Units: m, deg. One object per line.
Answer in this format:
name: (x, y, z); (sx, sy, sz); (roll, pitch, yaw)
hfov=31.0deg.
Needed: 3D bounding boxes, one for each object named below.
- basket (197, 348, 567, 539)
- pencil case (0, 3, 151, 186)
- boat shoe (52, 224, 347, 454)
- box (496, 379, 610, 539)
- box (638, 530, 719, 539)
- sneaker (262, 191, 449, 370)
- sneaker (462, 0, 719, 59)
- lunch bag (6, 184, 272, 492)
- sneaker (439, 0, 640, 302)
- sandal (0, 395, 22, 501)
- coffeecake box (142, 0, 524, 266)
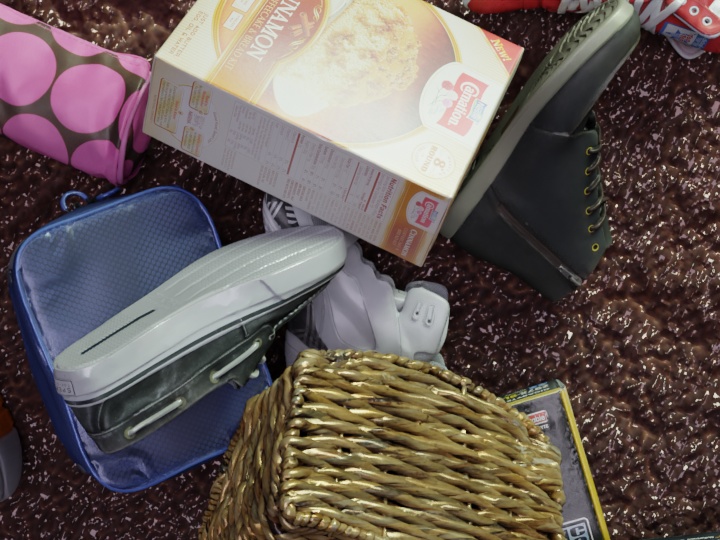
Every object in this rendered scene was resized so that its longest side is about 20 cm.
basket: (0.009, 0.148, 0.814); (0.199, 0.144, 0.149); (20, 137, -19)
pencil case: (-0.232, -0.136, 0.890); (0.199, 0.091, 0.094); (24, 87, 1)
boat shoe: (-0.090, 0.039, 0.789); (0.199, 0.072, 0.071); (-29, 117, -21)
box: (0.067, 0.181, 0.899); (0.198, 0.049, 0.161); (-16, 93, 5)
box: (0.189, 0.275, 0.863); (0.157, 0.046, 0.202); (-5, 110, 0)
sneaker: (0.000, 0.000, 0.885); (0.114, 0.075, 0.202); (-8, 97, 4)
sneaker: (0.173, -0.181, 0.863); (0.198, 0.071, 0.113); (-20, 88, 3)
lunch bag: (-0.155, 0.039, 0.865); (0.135, 0.132, 0.202); (-19, 90, -19)
sneaker: (0.144, -0.077, 0.856); (0.106, 0.075, 0.200); (33, 122, -4)
sandal: (-0.305, 0.075, 0.913); (0.059, 0.079, 0.208); (-29, 82, 6)
coffeecake box: (-0.015, -0.117, 0.839); (0.199, 0.073, 0.154); (26, 51, 2)
